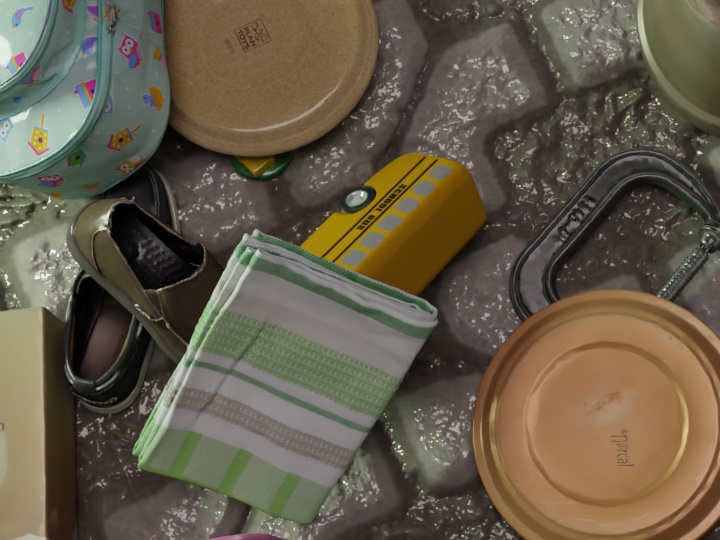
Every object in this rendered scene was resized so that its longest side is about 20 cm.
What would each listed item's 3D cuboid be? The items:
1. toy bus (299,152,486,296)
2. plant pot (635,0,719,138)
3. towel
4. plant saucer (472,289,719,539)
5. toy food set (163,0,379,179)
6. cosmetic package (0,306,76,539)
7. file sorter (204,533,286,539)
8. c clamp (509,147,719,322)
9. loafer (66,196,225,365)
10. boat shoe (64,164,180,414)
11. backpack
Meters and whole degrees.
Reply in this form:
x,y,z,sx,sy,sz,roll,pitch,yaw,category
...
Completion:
x,y,z,sx,sy,sz,roll,pitch,yaw,category
0.000,0.000,1.084,0.078,0.065,0.200,18,53,42,toy bus
0.289,-0.201,1.064,0.200,0.174,0.201,-1,86,17,plant pot
-0.053,0.082,1.027,0.149,0.031,0.200,23,114,-15,towel
0.175,0.110,1.052,0.200,0.032,0.201,-5,74,19,plant saucer
-0.084,-0.179,1.197,0.198,0.049,0.200,-41,72,-6,toy food set
-0.269,0.135,1.103,0.105,0.071,0.200,-8,71,5,cosmetic package
-0.090,0.283,0.983,0.125,0.139,0.200,-12,70,14,file sorter
0.206,0.010,1.110,0.171,0.027,0.200,32,80,22,c clamp
-0.128,0.020,1.090,0.200,0.071,0.073,37,65,-11,loafer
-0.184,0.005,1.139,0.072,0.068,0.200,3,70,14,boat shoe
-0.239,-0.160,1.147,0.176,0.153,0.200,-20,75,28,backpack
